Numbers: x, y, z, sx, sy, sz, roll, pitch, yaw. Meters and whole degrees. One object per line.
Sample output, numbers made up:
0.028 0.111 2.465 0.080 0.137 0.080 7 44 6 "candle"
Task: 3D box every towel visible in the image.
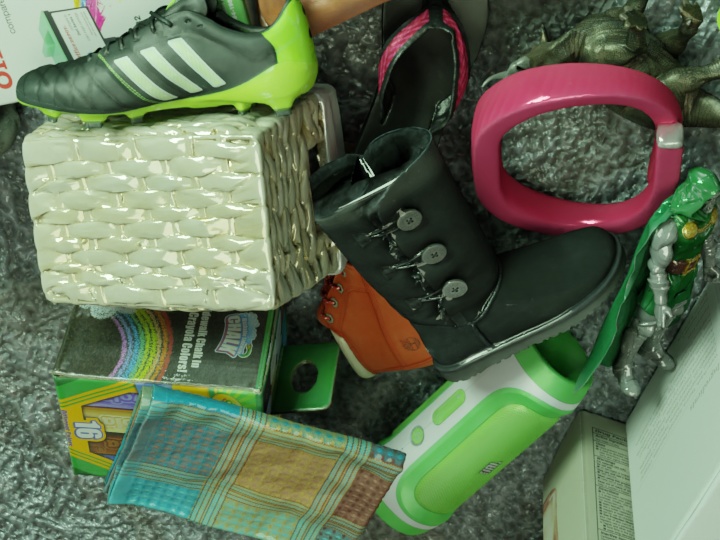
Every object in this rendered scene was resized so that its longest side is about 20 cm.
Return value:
-0.082 0.152 1.175 0.198 0.022 0.147 16 137 -10 "towel"

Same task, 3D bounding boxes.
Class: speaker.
0.089 0.122 1.250 0.088 0.089 0.200 35 119 -16 "speaker"

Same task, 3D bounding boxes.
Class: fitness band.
0.147 -0.077 1.089 0.141 0.038 0.200 1 156 6 "fitness band"

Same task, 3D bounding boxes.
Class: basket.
-0.120 -0.051 1.098 0.197 0.123 0.137 1 108 21 "basket"

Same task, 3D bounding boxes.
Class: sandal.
0.041 -0.129 1.082 0.074 0.045 0.203 13 99 -8 "sandal"

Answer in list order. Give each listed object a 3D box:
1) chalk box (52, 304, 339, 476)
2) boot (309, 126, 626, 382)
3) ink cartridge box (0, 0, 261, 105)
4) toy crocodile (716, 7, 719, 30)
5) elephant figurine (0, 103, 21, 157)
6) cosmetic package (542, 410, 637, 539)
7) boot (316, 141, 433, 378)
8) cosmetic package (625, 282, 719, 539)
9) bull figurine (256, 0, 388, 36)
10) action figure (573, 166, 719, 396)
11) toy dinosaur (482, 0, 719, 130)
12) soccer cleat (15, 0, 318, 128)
-0.117 0.079 1.206 0.197 0.126 0.125 6 138 3 "chalk box"
0.077 -0.029 1.094 0.164 0.066 0.201 -35 127 4 "boot"
-0.175 -0.205 1.066 0.197 0.084 0.146 -9 122 11 "ink cartridge box"
0.314 -0.213 1.030 0.067 0.062 0.201 5 132 -47 "toy crocodile"
-0.312 -0.082 1.090 0.140 0.201 0.156 -21 118 19 "elephant figurine"
0.199 0.215 1.229 0.102 0.201 0.088 20 124 -6 "cosmetic package"
0.000 0.000 1.190 0.106 0.075 0.201 -17 120 22 "boot"
0.305 0.140 1.170 0.165 0.201 0.168 20 123 -7 "cosmetic package"
0.013 -0.221 1.030 0.198 0.065 0.123 -22 90 11 "bull figurine"
0.217 0.004 1.123 0.055 0.118 0.201 39 145 26 "action figure"
0.193 -0.138 1.092 0.198 0.078 0.102 18 141 -19 "toy dinosaur"
-0.126 -0.139 1.024 0.197 0.068 0.082 -4 109 5 "soccer cleat"
